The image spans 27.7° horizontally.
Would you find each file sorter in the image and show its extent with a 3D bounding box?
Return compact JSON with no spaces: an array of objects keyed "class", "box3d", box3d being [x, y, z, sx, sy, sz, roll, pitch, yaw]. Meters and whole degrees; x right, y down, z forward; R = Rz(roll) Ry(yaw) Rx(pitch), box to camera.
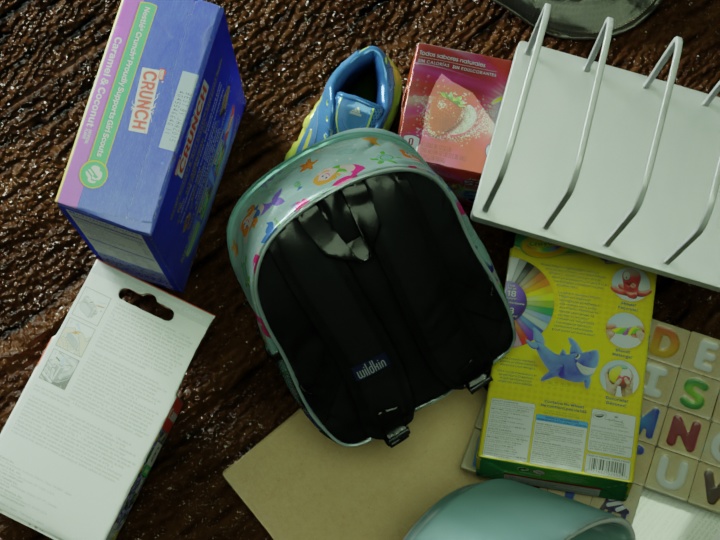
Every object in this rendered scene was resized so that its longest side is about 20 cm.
[{"class":"file sorter","box3d":[0.195,-0.088,1.015,0.198,0.125,0.140,16,78,2]}]

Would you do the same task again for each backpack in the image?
[{"class":"backpack","box3d":[0.000,0.000,1.045,0.177,0.201,0.151,-31,38,-2]}]

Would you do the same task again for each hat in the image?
[{"class":"hat","box3d":[0.173,-0.291,1.180,0.199,0.081,0.202,0,77,-1]}]

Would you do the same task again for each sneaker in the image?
[{"class":"sneaker","box3d":[-0.026,-0.087,1.122,0.075,0.105,0.201,19,78,4]}]

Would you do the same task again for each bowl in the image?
[{"class":"bowl","box3d":[0.091,0.227,1.029,0.201,0.201,0.105,-45,55,-9]}]

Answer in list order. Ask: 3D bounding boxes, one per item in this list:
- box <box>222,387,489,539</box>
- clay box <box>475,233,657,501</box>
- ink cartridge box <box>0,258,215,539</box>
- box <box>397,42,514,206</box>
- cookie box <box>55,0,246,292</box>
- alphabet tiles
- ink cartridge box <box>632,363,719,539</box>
[{"class":"box","box3d":[0.021,0.154,1.114,0.200,0.021,0.164,-39,81,-8]},{"class":"clay box","box3d":[0.157,0.063,1.096,0.114,0.048,0.201,9,63,8]},{"class":"ink cartridge box","box3d":[-0.198,0.106,1.108,0.108,0.050,0.201,25,78,5]},{"class":"box","box3d":[0.127,-0.099,1.129,0.198,0.100,0.096,11,78,1]},{"class":"cookie box","box3d":[-0.148,-0.092,1.073,0.075,0.200,0.172,16,78,3]},{"class":"alphabet tiles","box3d":[0.195,0.108,1.102,0.199,0.008,0.168,18,66,12]},{"class":"ink cartridge box","box3d":[0.253,0.188,1.098,0.200,0.048,0.146,38,79,22]}]
